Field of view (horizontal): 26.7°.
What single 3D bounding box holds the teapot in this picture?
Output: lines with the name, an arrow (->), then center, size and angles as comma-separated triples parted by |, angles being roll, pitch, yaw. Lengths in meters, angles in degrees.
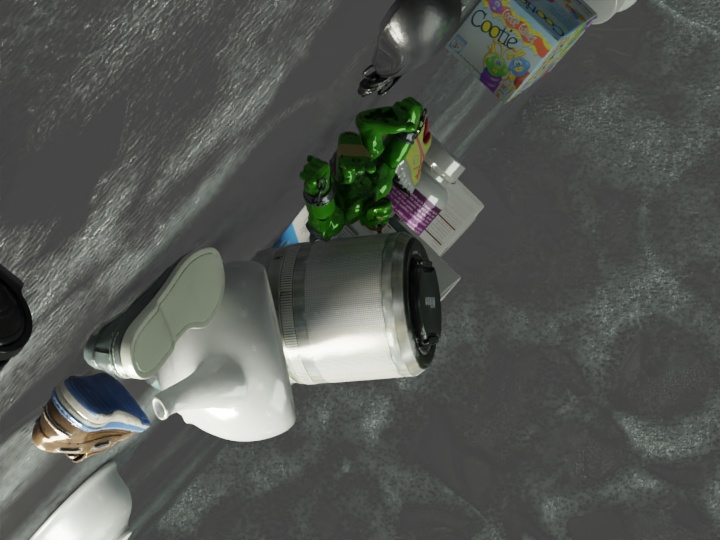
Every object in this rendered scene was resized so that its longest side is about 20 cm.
teapot -> -0.152, 0.088, 1.558 | 0.145, 0.199, 0.201 | -12, 150, -1

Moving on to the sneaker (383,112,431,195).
sneaker -> 0.057, -0.154, 1.902 | 0.091, 0.078, 0.200 | -54, 178, -1

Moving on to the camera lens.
camera lens -> -0.016, 0.044, 1.708 | 0.198, 0.162, 0.160 | -6, -172, 16

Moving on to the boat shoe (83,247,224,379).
boat shoe -> -0.187, 0.035, 1.405 | 0.061, 0.073, 0.200 | -2, -153, 24

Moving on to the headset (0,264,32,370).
headset -> -0.247, 0.044, 0.840 | 0.124, 0.094, 0.200 | -51, -169, -1

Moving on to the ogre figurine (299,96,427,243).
ogre figurine -> -0.003, -0.106, 1.664 | 0.201, 0.097, 0.121 | -65, 172, -47

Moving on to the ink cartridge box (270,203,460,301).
ink cartridge box -> 0.000, 0.000, 1.870 | 0.147, 0.200, 0.086 | -49, 175, 31

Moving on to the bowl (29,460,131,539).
bowl -> -0.384, 0.370, 2.123 | 0.201, 0.090, 0.201 | -47, 175, -5

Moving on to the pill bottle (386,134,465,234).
pill bottle -> 0.050, -0.095, 2.107 | 0.200, 0.112, 0.112 | -48, 176, 8

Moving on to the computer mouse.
computer mouse -> 0.060, -0.225, 1.441 | 0.139, 0.053, 0.200 | -46, 176, -7

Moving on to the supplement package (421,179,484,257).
supplement package -> 0.128, -0.082, 2.963 | 0.200, 0.117, 0.117 | -46, 176, -13

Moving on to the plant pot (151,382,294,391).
plant pot -> -0.145, 0.108, 1.853 | 0.200, 0.134, 0.200 | -47, 176, -4

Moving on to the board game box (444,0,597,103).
board game box -> 0.199, -0.294, 1.856 | 0.103, 0.105, 0.200 | -49, 175, 28

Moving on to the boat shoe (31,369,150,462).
boat shoe -> -0.265, 0.142, 1.461 | 0.072, 0.072, 0.200 | -43, 166, 2

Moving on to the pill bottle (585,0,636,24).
pill bottle -> 0.372, -0.442, 2.183 | 0.200, 0.114, 0.114 | -44, 175, -37
